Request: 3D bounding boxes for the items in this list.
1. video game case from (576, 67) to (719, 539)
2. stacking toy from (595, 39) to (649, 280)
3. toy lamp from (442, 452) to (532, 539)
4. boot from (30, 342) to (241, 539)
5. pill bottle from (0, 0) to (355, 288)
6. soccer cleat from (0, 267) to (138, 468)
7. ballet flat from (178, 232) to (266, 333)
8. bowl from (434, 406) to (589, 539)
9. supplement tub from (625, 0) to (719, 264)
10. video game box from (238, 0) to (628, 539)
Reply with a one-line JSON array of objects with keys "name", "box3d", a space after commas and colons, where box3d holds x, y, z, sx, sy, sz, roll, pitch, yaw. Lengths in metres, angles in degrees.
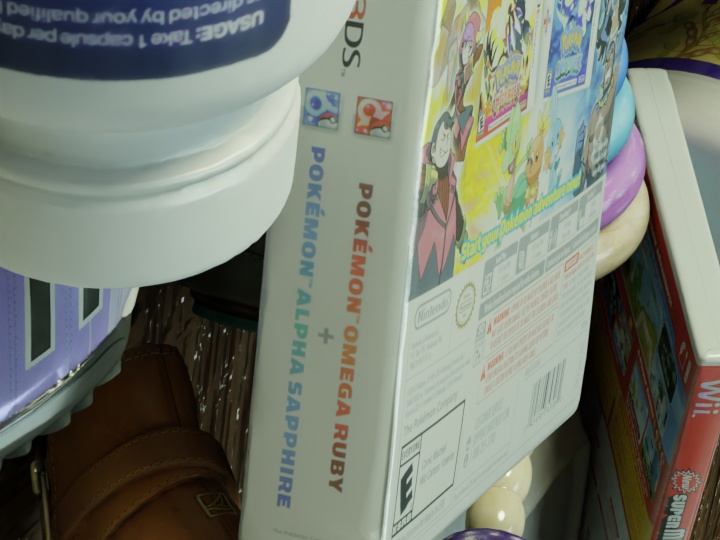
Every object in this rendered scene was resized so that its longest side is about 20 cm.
[{"name": "video game case", "box3d": [0.102, 0.046, 1.113, 0.200, 0.017, 0.143, 98, -12, -46]}, {"name": "stacking toy", "box3d": [0.057, -0.092, 0.992, 0.085, 0.085, 0.201, -48, 148, -41]}, {"name": "toy lamp", "box3d": [0.057, 0.029, 1.071, 0.058, 0.058, 0.201, 83, 14, -53]}, {"name": "boot", "box3d": [-0.068, 0.130, 0.856, 0.073, 0.155, 0.200, 0, 145, -36]}, {"name": "pill bottle", "box3d": [-0.055, -0.100, 0.645, 0.120, 0.119, 0.201, -46, 151, -43]}, {"name": "soccer cleat", "box3d": [-0.077, -0.024, 0.768, 0.200, 0.068, 0.073, -49, 128, -30]}, {"name": "ballet flat", "box3d": [0.000, 0.000, 0.962, 0.200, 0.067, 0.064, 27, 76, -70]}, {"name": "bowl", "box3d": [0.023, 0.127, 1.138, 0.200, 0.074, 0.200, -49, 153, -43]}, {"name": "supplement tub", "box3d": [0.175, -0.064, 1.207, 0.200, 0.145, 0.146, -50, 153, -39]}, {"name": "video game box", "box3d": [0.027, -0.027, 0.832, 0.200, 0.047, 0.183, -30, 130, -68]}]
